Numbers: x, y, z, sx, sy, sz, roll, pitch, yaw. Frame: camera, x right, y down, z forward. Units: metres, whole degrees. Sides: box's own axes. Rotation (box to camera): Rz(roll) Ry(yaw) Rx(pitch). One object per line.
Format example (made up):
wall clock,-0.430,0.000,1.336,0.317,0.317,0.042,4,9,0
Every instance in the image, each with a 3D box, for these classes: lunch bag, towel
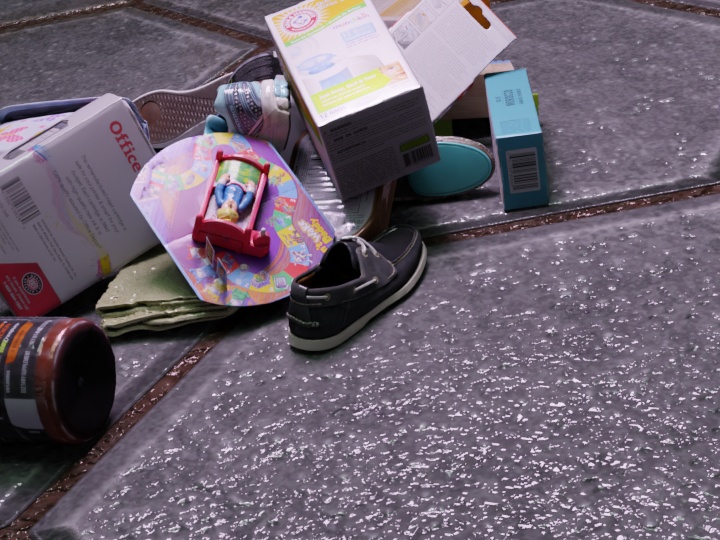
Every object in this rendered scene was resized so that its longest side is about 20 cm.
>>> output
lunch bag,-0.342,-0.132,1.718,0.168,0.128,0.200,-6,19,7
towel,-0.170,0.003,1.470,0.147,0.037,0.200,-6,27,13

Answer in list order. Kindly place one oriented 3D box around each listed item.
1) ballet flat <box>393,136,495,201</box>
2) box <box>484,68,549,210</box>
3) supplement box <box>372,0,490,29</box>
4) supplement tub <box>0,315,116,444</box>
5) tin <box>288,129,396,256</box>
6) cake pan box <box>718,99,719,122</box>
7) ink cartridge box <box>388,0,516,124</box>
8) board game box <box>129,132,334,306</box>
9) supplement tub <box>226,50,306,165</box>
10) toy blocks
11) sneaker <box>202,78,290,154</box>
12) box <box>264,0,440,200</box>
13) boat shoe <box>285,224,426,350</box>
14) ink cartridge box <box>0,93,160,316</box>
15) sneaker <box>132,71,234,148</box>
ballet flat,0.042,-0.104,1.576,0.198,0.068,0.075,-13,14,3
box,0.164,-0.142,1.577,0.049,0.083,0.200,-7,26,5
supplement box,0.062,-0.325,2.001,0.199,0.074,0.126,6,31,31
supplement tub,-0.316,0.093,1.265,0.198,0.108,0.107,-1,27,21
tin,-0.022,-0.082,1.501,0.111,0.042,0.201,0,49,12
cake pan box,0.490,-0.196,1.591,0.198,0.053,0.184,1,26,23
ink cartridge box,0.065,-0.223,1.652,0.200,0.109,0.050,-44,-2,-1
board game box,-0.117,-0.063,1.408,0.157,0.039,0.200,-25,67,-26
supplement tub,-0.098,-0.177,1.708,0.121,0.123,0.200,-11,26,0
toy blocks,0.105,-0.215,1.755,0.198,0.101,0.137,-3,16,3
sneaker,-0.125,-0.131,1.546,0.086,0.201,0.078,5,54,-9
box,-0.011,-0.184,1.494,0.112,0.102,0.201,-22,46,-3
boat shoe,0.000,0.000,1.372,0.071,0.068,0.200,6,29,34
ink cartridge box,-0.293,-0.063,1.475,0.199,0.148,0.086,-33,22,-14
sneaker,-0.207,-0.193,1.876,0.198,0.073,0.085,-12,-9,16
